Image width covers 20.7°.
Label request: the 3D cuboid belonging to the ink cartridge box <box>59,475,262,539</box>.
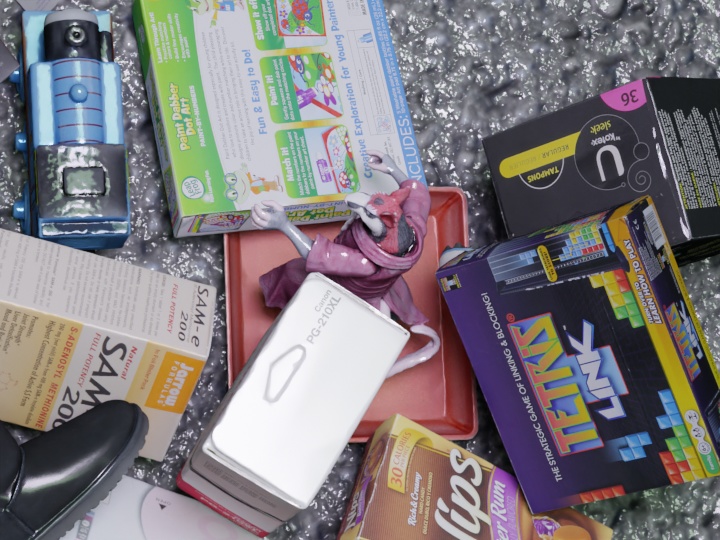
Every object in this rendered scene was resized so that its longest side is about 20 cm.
[{"bbox_3d":[-0.157,0.232,1.398,0.162,0.200,0.057,21,119,-12],"label":"ink cartridge box"}]

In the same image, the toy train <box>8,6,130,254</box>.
[{"bbox_3d":[-0.213,-0.103,1.466,0.086,0.114,0.201,-1,81,-16],"label":"toy train"}]

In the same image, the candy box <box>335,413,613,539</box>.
[{"bbox_3d":[0.084,0.207,1.475,0.199,0.056,0.117,28,52,-11],"label":"candy box"}]

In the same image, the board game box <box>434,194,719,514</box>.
[{"bbox_3d":[0.166,0.064,1.430,0.057,0.165,0.201,-34,104,-56],"label":"board game box"}]

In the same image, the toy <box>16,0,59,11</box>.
[{"bbox_3d":[-0.273,-0.302,1.499,0.200,0.115,0.047,48,43,-5],"label":"toy"}]

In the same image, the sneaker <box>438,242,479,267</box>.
[{"bbox_3d":[0.130,0.055,1.536,0.200,0.072,0.073,45,54,-24],"label":"sneaker"}]

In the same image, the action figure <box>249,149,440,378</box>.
[{"bbox_3d":[0.000,0.000,1.424,0.134,0.200,0.149,-28,83,-23],"label":"action figure"}]

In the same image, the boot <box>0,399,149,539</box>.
[{"bbox_3d":[-0.256,0.094,1.336,0.165,0.066,0.200,-49,117,-21],"label":"boot"}]

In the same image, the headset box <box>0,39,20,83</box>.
[{"bbox_3d":[-0.357,-0.164,1.430,0.149,0.075,0.200,-44,116,-19],"label":"headset box"}]

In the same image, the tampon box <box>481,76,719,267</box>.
[{"bbox_3d":[0.217,-0.067,1.518,0.200,0.149,0.127,-6,79,-55],"label":"tampon box"}]

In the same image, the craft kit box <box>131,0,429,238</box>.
[{"bbox_3d":[-0.064,-0.131,1.529,0.196,0.049,0.201,-5,68,-19],"label":"craft kit box"}]

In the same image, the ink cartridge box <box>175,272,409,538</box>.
[{"bbox_3d":[-0.052,0.099,1.391,0.084,0.200,0.145,32,74,-2],"label":"ink cartridge box"}]

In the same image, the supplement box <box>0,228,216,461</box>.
[{"bbox_3d":[-0.217,0.052,1.424,0.199,0.126,0.074,15,43,-12],"label":"supplement box"}]

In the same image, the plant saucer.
[{"bbox_3d":[-0.011,0.035,1.540,0.198,0.037,0.201,0,81,-16],"label":"plant saucer"}]
